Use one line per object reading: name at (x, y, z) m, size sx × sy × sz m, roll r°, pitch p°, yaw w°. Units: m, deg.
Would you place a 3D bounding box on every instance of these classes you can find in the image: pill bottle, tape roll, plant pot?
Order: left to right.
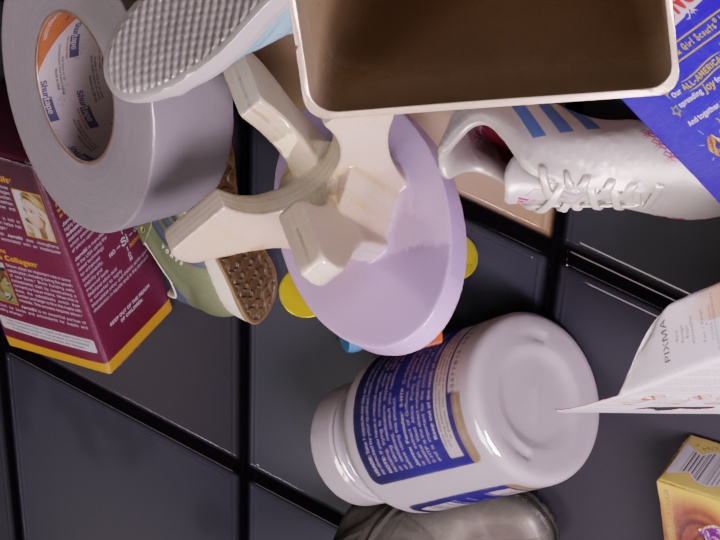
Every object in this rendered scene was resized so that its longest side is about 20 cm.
tape roll at (-0.166, -0.130, 1.739) m, size 0.200 × 0.066 × 0.201 m, roll 27°, pitch 125°, yaw 47°
pill bottle at (0.059, 0.105, 1.792) m, size 0.200 × 0.120 × 0.120 m, roll -18°, pitch 114°, yaw 49°
plant pot at (0.065, -0.216, 1.377) m, size 0.198 × 0.177 × 0.201 m, roll -4°, pitch 121°, yaw 9°

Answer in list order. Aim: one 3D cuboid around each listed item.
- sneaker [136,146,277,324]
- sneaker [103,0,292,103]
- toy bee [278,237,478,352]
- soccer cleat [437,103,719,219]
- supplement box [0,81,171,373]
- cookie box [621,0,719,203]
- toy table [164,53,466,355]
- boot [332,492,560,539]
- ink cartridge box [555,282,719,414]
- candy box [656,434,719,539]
sneaker at (-0.132, -0.046, 1.854) m, size 0.089 × 0.067 × 0.201 m, roll 7°, pitch 133°, yaw 33°
sneaker at (-0.066, -0.161, 1.612) m, size 0.199 × 0.082 × 0.074 m, roll -32°, pitch 63°, yaw 17°
toy bee at (0.000, 0.000, 1.753) m, size 0.200 × 0.130 × 0.109 m, roll -6°, pitch 99°, yaw 57°
soccer cleat at (0.139, -0.059, 1.583) m, size 0.199 × 0.086 × 0.070 m, roll 17°, pitch 137°, yaw 29°
supplement box at (-0.231, -0.033, 1.942) m, size 0.110 × 0.086 × 0.201 m, roll 13°, pitch 135°, yaw 33°
cookie box at (0.245, -0.112, 1.444) m, size 0.200 × 0.075 × 0.171 m, roll 46°, pitch 144°, yaw -7°
toy table at (-0.021, -0.050, 1.639) m, size 0.117 × 0.184 × 0.200 m, roll 29°, pitch -161°, yaw -48°
boot at (0.044, 0.218, 1.908) m, size 0.199 × 0.131 × 0.068 m, roll -1°, pitch 126°, yaw 43°
ink cartridge box at (0.236, 0.047, 1.559) m, size 0.200 × 0.161 × 0.050 m, roll -22°, pitch 70°, yaw 56°
candy box at (0.300, 0.193, 1.716) m, size 0.199 × 0.056 × 0.117 m, roll 15°, pitch 135°, yaw 30°
